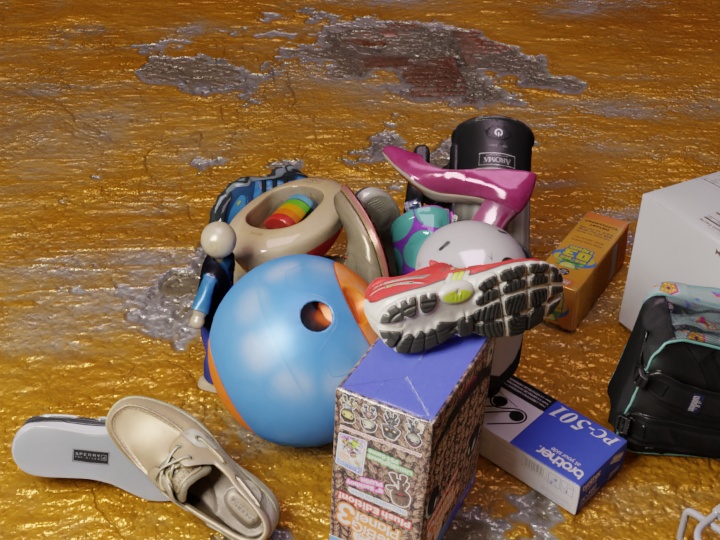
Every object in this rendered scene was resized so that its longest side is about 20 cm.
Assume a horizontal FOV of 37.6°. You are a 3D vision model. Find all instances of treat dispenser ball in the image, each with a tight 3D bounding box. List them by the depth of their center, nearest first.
[{"bbox_3d":[-0.063,0.085,1.125,0.197,0.203,0.202,2,33,-1],"label":"treat dispenser ball"}]

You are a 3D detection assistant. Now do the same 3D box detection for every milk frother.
[{"bbox_3d":[0.156,-0.079,1.463,0.178,0.200,0.191,-1,64,15],"label":"milk frother"}]

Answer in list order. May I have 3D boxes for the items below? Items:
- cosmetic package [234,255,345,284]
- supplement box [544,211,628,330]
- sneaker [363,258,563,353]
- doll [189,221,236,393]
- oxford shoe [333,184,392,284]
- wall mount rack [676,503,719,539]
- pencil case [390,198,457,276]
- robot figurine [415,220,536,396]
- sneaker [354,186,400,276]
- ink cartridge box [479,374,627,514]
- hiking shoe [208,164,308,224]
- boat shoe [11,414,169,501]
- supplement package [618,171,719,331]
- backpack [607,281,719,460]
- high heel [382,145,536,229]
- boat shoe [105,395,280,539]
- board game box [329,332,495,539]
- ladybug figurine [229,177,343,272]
[{"bbox_3d":[-0.084,0.034,1.316,0.196,0.072,0.106,3,34,0],"label":"cosmetic package"},{"bbox_3d":[0.292,-0.002,1.404,0.066,0.070,0.200,18,39,25],"label":"supplement box"},{"bbox_3d":[0.096,0.016,0.994,0.197,0.078,0.085,-7,30,-18],"label":"sneaker"},{"bbox_3d":[-0.161,0.033,1.194,0.048,0.202,0.137,7,34,7],"label":"doll"},{"bbox_3d":[0.000,0.000,1.228,0.074,0.070,0.203,-22,79,4],"label":"oxford shoe"},{"bbox_3d":[0.411,0.267,1.012,0.198,0.076,0.173,-22,37,-32],"label":"wall mount rack"},{"bbox_3d":[0.095,0.017,1.281,0.092,0.085,0.203,-26,60,23],"label":"pencil case"},{"bbox_3d":[0.115,0.047,1.116,0.123,0.202,0.151,13,36,18],"label":"robot figurine"},{"bbox_3d":[0.010,-0.061,1.367,0.075,0.200,0.084,-44,63,-7],"label":"sneaker"},{"bbox_3d":[0.179,0.174,1.151,0.199,0.045,0.094,29,44,33],"label":"ink cartridge box"},{"bbox_3d":[-0.129,-0.095,1.501,0.086,0.075,0.199,25,39,30],"label":"hiking shoe"},{"bbox_3d":[-0.251,0.185,1.082,0.196,0.075,0.068,5,14,-7],"label":"boat shoe"},{"bbox_3d":[0.451,-0.003,1.302,0.198,0.194,0.147,-15,37,-26],"label":"supplement package"},{"bbox_3d":[0.380,0.113,1.141,0.197,0.178,0.154,12,36,3],"label":"backpack"},{"bbox_3d":[0.123,-0.127,1.338,0.199,0.097,0.067,36,2,26],"label":"high heel"},{"bbox_3d":[-0.163,0.191,1.013,0.199,0.072,0.065,38,0,3],"label":"boat shoe"},{"bbox_3d":[0.049,0.162,1.018,0.096,0.202,0.160,18,36,21],"label":"board game box"},{"bbox_3d":[-0.084,-0.050,1.302,0.134,0.073,0.200,9,34,29],"label":"ladybug figurine"}]
